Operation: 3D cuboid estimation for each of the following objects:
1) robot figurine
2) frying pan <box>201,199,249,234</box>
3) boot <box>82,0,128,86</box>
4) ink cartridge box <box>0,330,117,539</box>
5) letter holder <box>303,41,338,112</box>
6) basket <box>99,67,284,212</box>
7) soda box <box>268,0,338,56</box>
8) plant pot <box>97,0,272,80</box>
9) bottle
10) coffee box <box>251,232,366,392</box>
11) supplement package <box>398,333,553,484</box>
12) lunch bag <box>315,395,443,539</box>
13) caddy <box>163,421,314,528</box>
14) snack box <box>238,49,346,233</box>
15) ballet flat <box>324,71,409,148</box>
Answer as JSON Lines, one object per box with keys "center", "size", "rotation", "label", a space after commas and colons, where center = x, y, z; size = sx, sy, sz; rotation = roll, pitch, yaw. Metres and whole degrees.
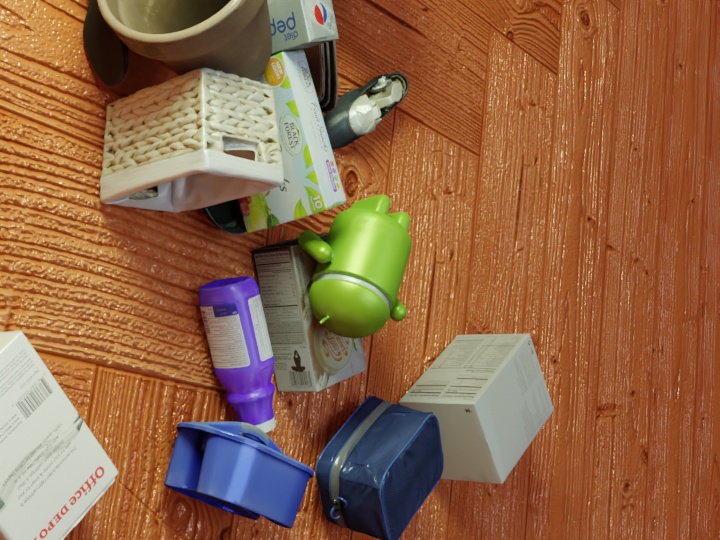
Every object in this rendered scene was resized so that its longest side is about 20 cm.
{"center": [0.000, 0.000, 1.435], "size": [0.175, 0.115, 0.202], "rotation": [38, 59, -35], "label": "robot figurine"}
{"center": [-0.177, -0.137, 1.426], "size": [0.114, 0.031, 0.193], "rotation": [30, 53, -48], "label": "frying pan"}
{"center": [-0.252, -0.320, 1.332], "size": [0.199, 0.063, 0.190], "rotation": [-10, 93, -54], "label": "boot"}
{"center": [-0.369, 0.187, 1.125], "size": [0.145, 0.083, 0.202], "rotation": [-50, 122, -40], "label": "ink cartridge box"}
{"center": [-0.077, -0.322, 1.475], "size": [0.100, 0.141, 0.204], "rotation": [-8, 93, -49], "label": "letter holder"}
{"center": [-0.202, -0.150, 1.272], "size": [0.135, 0.198, 0.126], "rotation": [6, 77, -50], "label": "basket"}
{"center": [-0.125, -0.305, 1.371], "size": [0.063, 0.198, 0.069], "rotation": [-21, 102, -49], "label": "soda box"}
{"center": [-0.180, -0.297, 1.245], "size": [0.175, 0.197, 0.203], "rotation": [61, 40, -61], "label": "plant pot"}
{"center": [-0.153, 0.111, 1.392], "size": [0.065, 0.083, 0.203], "rotation": [-22, 103, -49], "label": "bottle"}
{"center": [-0.070, 0.056, 1.499], "size": [0.114, 0.079, 0.203], "rotation": [-17, 100, -50], "label": "coffee box"}
{"center": [0.191, 0.220, 1.744], "size": [0.200, 0.149, 0.154], "rotation": [-42, 118, -44], "label": "supplement package"}
{"center": [0.018, 0.287, 1.550], "size": [0.200, 0.131, 0.138], "rotation": [-43, 135, -44], "label": "lunch bag"}
{"center": [-0.149, 0.245, 1.343], "size": [0.199, 0.140, 0.106], "rotation": [35, 66, -43], "label": "caddy"}
{"center": [-0.109, -0.164, 1.385], "size": [0.053, 0.141, 0.203], "rotation": [-22, 96, -54], "label": "snack box"}
{"center": [0.013, -0.250, 1.636], "size": [0.200, 0.072, 0.074], "rotation": [-44, 119, -42], "label": "ballet flat"}
